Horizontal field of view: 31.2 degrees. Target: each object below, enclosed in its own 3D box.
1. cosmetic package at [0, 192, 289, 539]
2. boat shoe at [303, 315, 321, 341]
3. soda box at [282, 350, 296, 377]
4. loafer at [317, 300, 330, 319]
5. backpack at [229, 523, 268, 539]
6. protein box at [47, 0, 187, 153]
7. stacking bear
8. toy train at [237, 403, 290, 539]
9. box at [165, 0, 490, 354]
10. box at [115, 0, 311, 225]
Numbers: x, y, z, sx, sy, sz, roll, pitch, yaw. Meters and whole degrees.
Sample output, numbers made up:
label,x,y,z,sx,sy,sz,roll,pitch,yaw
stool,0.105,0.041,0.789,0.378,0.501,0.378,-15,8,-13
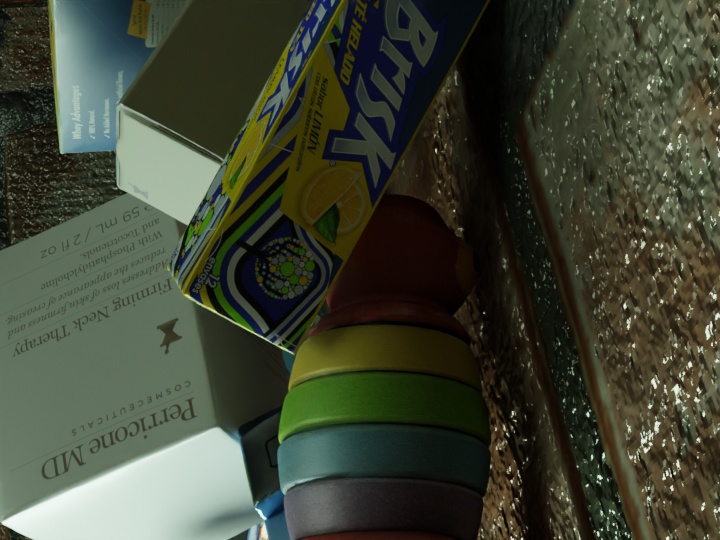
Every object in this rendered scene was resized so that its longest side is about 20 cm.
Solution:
label,x,y,z,sx,sy,sz,roll,pitch,yaw
cosmetic package,-0.152,0.080,0.913,0.167,0.166,0.202,51,-162,-57
boat shoe,-0.057,-0.047,0.876,0.071,0.062,0.202,4,122,42
soda box,-0.062,0.088,1.056,0.065,0.067,0.202,103,158,-52
loafer,0.000,0.000,0.785,0.202,0.072,0.073,68,151,25
backpack,-0.145,0.189,1.265,0.191,0.152,0.202,-121,35,-45
protein box,-0.163,-0.220,1.092,0.200,0.197,0.136,103,158,-51
stacking bear,0.016,0.059,0.636,0.121,0.112,0.203,40,-132,-58
toy train,-0.010,0.170,0.769,0.115,0.086,0.201,57,-170,-42
box,-0.015,-0.068,0.616,0.202,0.064,0.070,-61,19,2
box,-0.057,-0.126,0.728,0.202,0.077,0.095,-62,-2,-25
